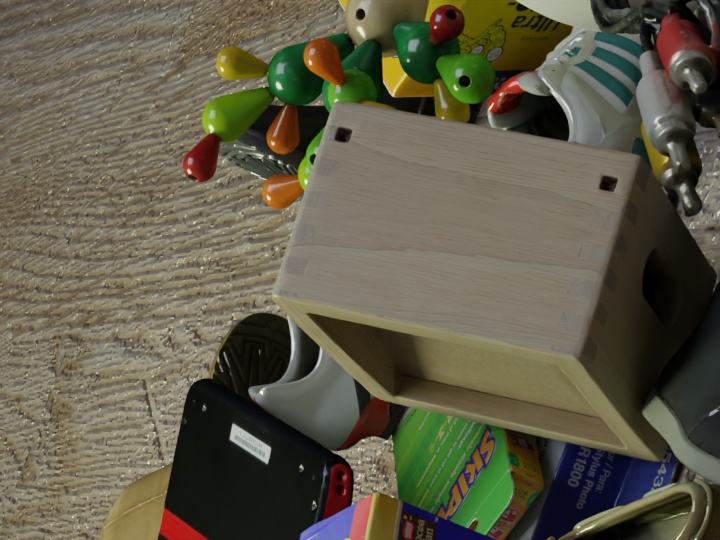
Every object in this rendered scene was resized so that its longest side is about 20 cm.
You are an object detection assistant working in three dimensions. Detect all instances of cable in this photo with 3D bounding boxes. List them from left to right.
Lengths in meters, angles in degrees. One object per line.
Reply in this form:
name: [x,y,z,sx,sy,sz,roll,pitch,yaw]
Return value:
cable: [0.136,-0.117,1.365,0.200,0.050,0.097,-115,23,-52]

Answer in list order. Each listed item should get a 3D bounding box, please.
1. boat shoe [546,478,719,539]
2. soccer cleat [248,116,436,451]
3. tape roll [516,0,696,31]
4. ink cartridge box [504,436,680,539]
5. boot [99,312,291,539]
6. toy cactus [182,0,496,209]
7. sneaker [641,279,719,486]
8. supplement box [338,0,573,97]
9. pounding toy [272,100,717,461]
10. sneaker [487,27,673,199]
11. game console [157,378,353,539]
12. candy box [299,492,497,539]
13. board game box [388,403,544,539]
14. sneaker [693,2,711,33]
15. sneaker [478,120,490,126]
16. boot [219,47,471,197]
boat shoe: [0.114,0.140,1.316,0.200,0.063,0.073,-27,47,51]
soccer cleat: [0.000,0.000,1.577,0.069,0.085,0.201,-11,57,63]
tape roll: [0.126,-0.224,1.513,0.037,0.202,0.203,-38,34,62]
ink cartridge box: [0.079,0.148,1.461,0.200,0.043,0.197,-5,63,70]
boot: [-0.115,0.133,1.947,0.200,0.066,0.176,-34,37,59]
toy cactus: [-0.006,-0.120,1.596,0.200,0.102,0.165,-19,38,44]
sneaker: [0.185,0.042,1.248,0.107,0.075,0.200,-67,18,6]
supplement box: [0.085,-0.205,1.679,0.200,0.109,0.110,-51,56,39]
pounding toy: [0.067,-0.007,1.389,0.184,0.200,0.143,12,74,24]
sneaker: [0.118,-0.101,1.553,0.070,0.093,0.200,-47,28,43]
game console: [-0.061,0.162,1.521,0.200,0.031,0.178,24,103,62]
candy box: [0.059,0.208,1.207,0.077,0.199,0.170,-39,34,53]
board game box: [0.053,0.092,1.492,0.096,0.030,0.200,-55,18,26]
sneaker: [0.196,-0.072,1.351,0.087,0.077,0.200,-68,19,8]
sneaker: [0.042,-0.040,1.692,0.200,0.088,0.082,-45,29,46]
boot: [0.005,-0.140,1.793,0.066,0.165,0.201,4,72,58]
